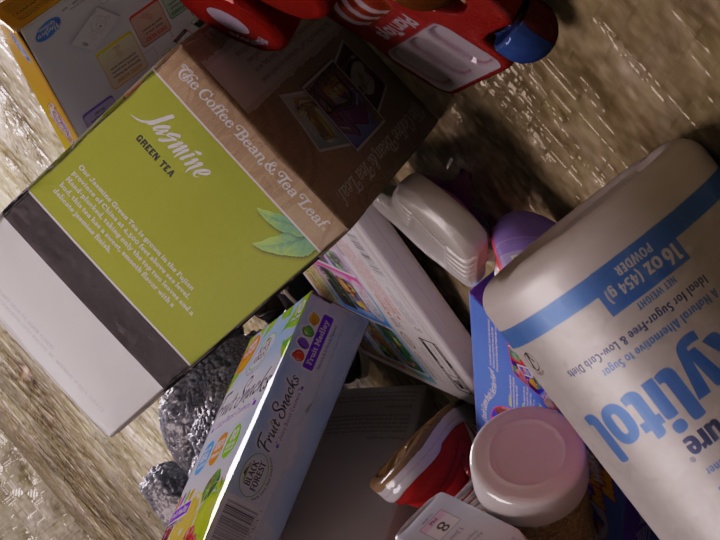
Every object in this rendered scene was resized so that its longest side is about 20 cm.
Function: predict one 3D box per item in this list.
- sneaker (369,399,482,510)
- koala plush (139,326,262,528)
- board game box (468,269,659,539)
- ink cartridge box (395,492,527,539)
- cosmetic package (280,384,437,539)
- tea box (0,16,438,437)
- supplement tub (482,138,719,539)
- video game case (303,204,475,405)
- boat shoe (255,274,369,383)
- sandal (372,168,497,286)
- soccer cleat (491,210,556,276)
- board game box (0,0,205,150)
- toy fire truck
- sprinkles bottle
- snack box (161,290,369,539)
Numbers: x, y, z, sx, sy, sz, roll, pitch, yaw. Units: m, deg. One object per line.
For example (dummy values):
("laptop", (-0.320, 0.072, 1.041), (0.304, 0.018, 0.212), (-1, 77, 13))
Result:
("sneaker", (0.075, 0.149, 1.613), (0.112, 0.071, 0.200), (48, -167, 6))
("koala plush", (-0.116, 0.077, 1.885), (0.200, 0.177, 0.184), (57, 165, 11))
("board game box", (0.128, 0.090, 1.468), (0.134, 0.045, 0.200), (44, 162, 24))
("ink cartridge box", (0.124, 0.222, 1.388), (0.200, 0.057, 0.163), (18, 146, 47))
("cosmetic package", (-0.009, 0.181, 1.718), (0.108, 0.200, 0.085), (-3, 135, 22))
("tea box", (-0.086, -0.044, 1.348), (0.134, 0.197, 0.200), (48, -156, -5))
("supplement tub", (0.164, 0.051, 1.146), (0.200, 0.132, 0.132), (52, 163, 0))
("video game case", (0.000, 0.000, 1.632), (0.200, 0.024, 0.182), (54, 165, -27))
("boat shoe", (-0.054, 0.014, 1.763), (0.074, 0.060, 0.200), (33, 155, 47))
("sandal", (0.054, -0.032, 1.406), (0.082, 0.050, 0.203), (44, 178, -4))
("soccer cleat", (0.146, 0.028, 1.292), (0.200, 0.067, 0.076), (52, 128, 29))
("board game box", (-0.119, -0.118, 1.504), (0.040, 0.153, 0.200), (34, 155, 49))
("toy fire truck", (0.014, -0.152, 1.201), (0.168, 0.112, 0.200), (30, 168, -12))
("sprinkles bottle", (0.110, 0.160, 1.466), (0.068, 0.068, 0.200), (42, 161, 31))
("snack box", (-0.072, 0.126, 1.677), (0.053, 0.200, 0.142), (29, 157, -12))
